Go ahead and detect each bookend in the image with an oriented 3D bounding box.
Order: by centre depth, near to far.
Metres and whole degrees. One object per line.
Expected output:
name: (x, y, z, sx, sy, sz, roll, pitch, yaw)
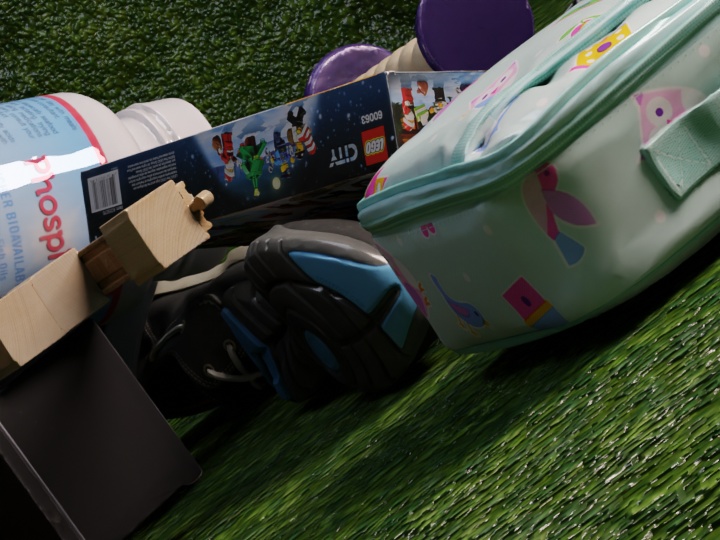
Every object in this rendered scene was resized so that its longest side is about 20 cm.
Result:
bookend: (-0.131, 0.086, 1.150, 0.199, 0.092, 0.200, -32, 7, 39)

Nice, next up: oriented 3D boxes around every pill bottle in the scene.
pill bottle: (-0.161, -0.019, 1.264, 0.200, 0.109, 0.109, -15, -8, -31)

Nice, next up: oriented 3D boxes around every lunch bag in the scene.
lunch bag: (0.102, -0.060, 0.911, 0.200, 0.077, 0.160, -40, 5, -18)

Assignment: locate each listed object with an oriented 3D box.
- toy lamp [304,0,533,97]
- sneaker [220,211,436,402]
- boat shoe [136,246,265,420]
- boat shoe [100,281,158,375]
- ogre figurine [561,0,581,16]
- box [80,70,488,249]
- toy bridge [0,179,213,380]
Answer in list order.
toy lamp: (0.017, -0.086, 1.280, 0.058, 0.058, 0.200, -39, 3, -18)
sneaker: (0.000, 0.000, 1.113, 0.082, 0.073, 0.200, -37, 6, -13)
boat shoe: (-0.050, 0.031, 1.335, 0.200, 0.072, 0.068, -18, 56, 56)
boat shoe: (-0.147, 0.047, 1.361, 0.068, 0.073, 0.200, 158, 126, -70)
ogre figurine: (0.141, -0.127, 1.199, 0.120, 0.098, 0.200, -56, -9, -5)
box: (-0.001, -0.043, 1.159, 0.136, 0.038, 0.200, -4, -7, -41)
toy bridge: (-0.121, 0.015, 1.068, 0.200, 0.027, 0.067, -31, 5, 38)
